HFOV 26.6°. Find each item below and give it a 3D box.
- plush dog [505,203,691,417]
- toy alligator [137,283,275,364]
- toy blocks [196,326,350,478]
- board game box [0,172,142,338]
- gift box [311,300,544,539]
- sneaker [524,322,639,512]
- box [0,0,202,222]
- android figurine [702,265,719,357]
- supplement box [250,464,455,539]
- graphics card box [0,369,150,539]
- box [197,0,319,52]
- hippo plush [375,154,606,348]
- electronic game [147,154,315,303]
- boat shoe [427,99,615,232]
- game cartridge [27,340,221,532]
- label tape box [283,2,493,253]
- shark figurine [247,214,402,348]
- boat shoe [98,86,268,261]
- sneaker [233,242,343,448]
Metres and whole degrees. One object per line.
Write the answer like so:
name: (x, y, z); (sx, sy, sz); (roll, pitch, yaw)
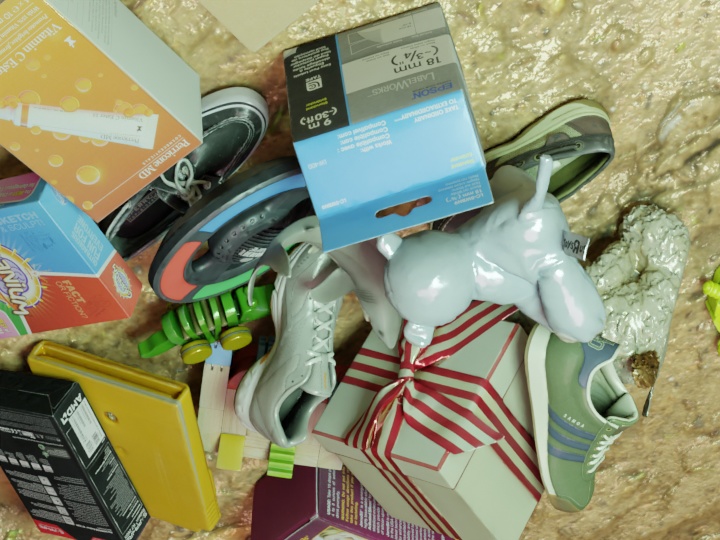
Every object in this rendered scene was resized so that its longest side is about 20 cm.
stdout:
plush dog: (0.209, 0.040, 1.446); (0.170, 0.161, 0.202); (15, 131, 13)
toy alligator: (-0.118, 0.036, 1.425); (0.198, 0.060, 0.054); (-19, 159, -2)
toy blocks: (-0.081, 0.116, 1.498); (0.197, 0.100, 0.138); (9, 117, -4)
board game box: (-0.314, -0.008, 1.340); (0.198, 0.041, 0.154); (-9, 134, 26)
gift box: (0.093, 0.136, 1.439); (0.198, 0.186, 0.187); (4, 146, 40)
sneaker: (0.208, 0.140, 1.378); (0.089, 0.067, 0.202); (3, 122, 28)
box: (-0.237, -0.156, 1.224); (0.124, 0.098, 0.200); (-34, 128, 20)
android figurine: (0.431, 0.030, 1.524); (0.198, 0.041, 0.182); (22, 125, -27)
supplement box: (-0.001, 0.274, 1.619); (0.198, 0.104, 0.131); (25, 135, -27)
graphics card box: (-0.299, 0.188, 1.504); (0.124, 0.051, 0.201); (6, 135, 31)
box: (-0.063, -0.282, 1.190); (0.199, 0.021, 0.163); (-35, 127, 20)
hippo plush: (0.103, 0.011, 1.262); (0.159, 0.200, 0.161); (-26, 94, -1)
electronic game: (-0.096, -0.034, 1.329); (0.199, 0.042, 0.200); (-30, 164, -10)
boat shoe: (0.144, -0.074, 1.371); (0.200, 0.066, 0.072); (-36, 127, 22)
game cartridge: (-0.228, 0.167, 1.499); (0.174, 0.033, 0.202); (15, 138, 22)
label tape box: (0.019, -0.120, 1.223); (0.142, 0.201, 0.064); (-17, 131, 7)
shark figurine: (-0.009, -0.017, 1.324); (0.089, 0.130, 0.214); (-4, 163, 36)
boat shoe: (-0.156, -0.078, 1.323); (0.198, 0.069, 0.074); (-33, 128, 20)
sneaker: (-0.044, 0.070, 1.395); (0.075, 0.092, 0.202); (12, 103, -36)
